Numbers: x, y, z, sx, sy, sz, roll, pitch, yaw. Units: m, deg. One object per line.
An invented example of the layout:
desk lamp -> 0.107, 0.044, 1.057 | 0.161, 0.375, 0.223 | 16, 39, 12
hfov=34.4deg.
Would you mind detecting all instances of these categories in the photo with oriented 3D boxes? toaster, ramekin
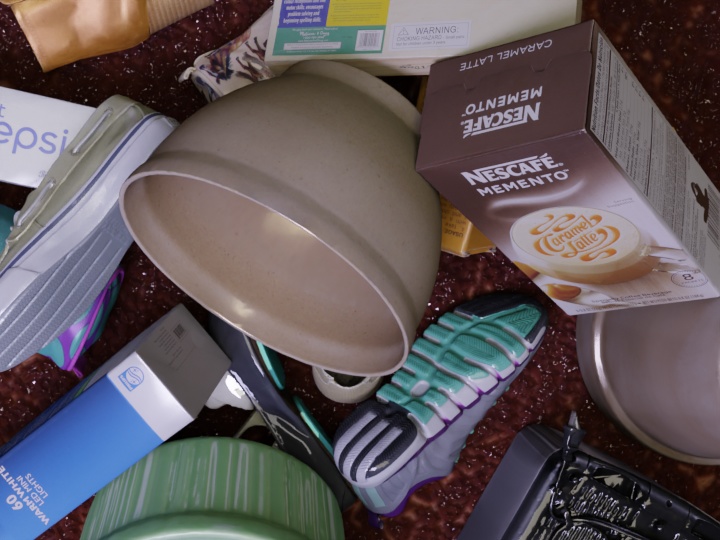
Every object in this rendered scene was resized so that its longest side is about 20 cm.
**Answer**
toaster -> 0.167, 0.220, 0.845 | 0.181, 0.119, 0.200 | 29, 92, -8
ramekin -> -0.100, 0.206, 0.791 | 0.200, 0.098, 0.200 | -1, 127, -1

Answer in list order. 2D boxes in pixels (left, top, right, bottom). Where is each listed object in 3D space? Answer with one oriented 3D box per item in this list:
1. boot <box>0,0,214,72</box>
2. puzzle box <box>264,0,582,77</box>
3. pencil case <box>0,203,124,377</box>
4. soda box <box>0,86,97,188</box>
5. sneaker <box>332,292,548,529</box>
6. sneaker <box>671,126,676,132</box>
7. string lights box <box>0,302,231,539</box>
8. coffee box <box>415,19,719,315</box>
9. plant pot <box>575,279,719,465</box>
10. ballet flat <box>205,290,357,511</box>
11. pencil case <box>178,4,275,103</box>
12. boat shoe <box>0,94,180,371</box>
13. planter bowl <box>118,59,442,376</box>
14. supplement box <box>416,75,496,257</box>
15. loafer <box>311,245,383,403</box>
boot -> -0.197, -0.248, 0.796 | 0.144, 0.071, 0.202 | -19, 101, -7
puzzle box -> 0.043, -0.189, 0.743 | 0.200, 0.025, 0.133 | 2, 72, 18
pencil case -> -0.268, -0.003, 0.801 | 0.200, 0.085, 0.093 | 24, 112, -8
soda box -> -0.251, -0.095, 0.804 | 0.200, 0.068, 0.064 | 12, 92, -6
sneaker -> 0.063, 0.099, 0.855 | 0.200, 0.074, 0.088 | -38, 136, -22
sneaker -> 0.169, -0.101, 0.785 | 0.200, 0.090, 0.070 | 33, 78, -51
string lights box -> -0.188, 0.114, 0.783 | 0.200, 0.103, 0.059 | -38, 98, 17
coffee box -> 0.136, -0.054, 0.726 | 0.200, 0.114, 0.080 | 38, 53, -42
plant pot -> 0.273, 0.053, 0.817 | 0.200, 0.174, 0.200 | -1, 95, -7
ballet flat -> -0.072, 0.097, 0.839 | 0.073, 0.073, 0.200 | -31, 99, -3
pencil case -> -0.029, -0.171, 0.817 | 0.200, 0.078, 0.089 | -41, 91, -2
boat shoe -> -0.190, -0.025, 0.750 | 0.062, 0.072, 0.200 | 34, 78, 23
planter bowl -> -0.030, -0.045, 0.731 | 0.200, 0.200, 0.135 | 34, 65, -7
supplement box -> 0.078, -0.114, 0.800 | 0.069, 0.067, 0.200 | 16, 101, 27
loafer -> 0.000, 0.000, 0.837 | 0.075, 0.068, 0.200 | -1, 94, -6
